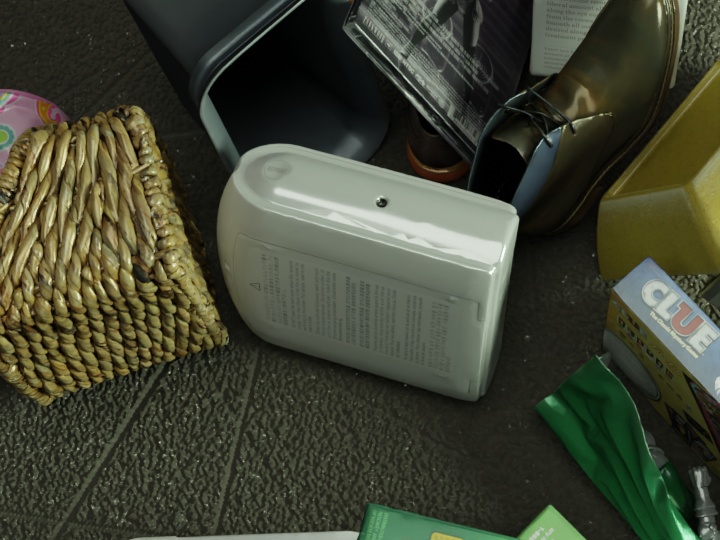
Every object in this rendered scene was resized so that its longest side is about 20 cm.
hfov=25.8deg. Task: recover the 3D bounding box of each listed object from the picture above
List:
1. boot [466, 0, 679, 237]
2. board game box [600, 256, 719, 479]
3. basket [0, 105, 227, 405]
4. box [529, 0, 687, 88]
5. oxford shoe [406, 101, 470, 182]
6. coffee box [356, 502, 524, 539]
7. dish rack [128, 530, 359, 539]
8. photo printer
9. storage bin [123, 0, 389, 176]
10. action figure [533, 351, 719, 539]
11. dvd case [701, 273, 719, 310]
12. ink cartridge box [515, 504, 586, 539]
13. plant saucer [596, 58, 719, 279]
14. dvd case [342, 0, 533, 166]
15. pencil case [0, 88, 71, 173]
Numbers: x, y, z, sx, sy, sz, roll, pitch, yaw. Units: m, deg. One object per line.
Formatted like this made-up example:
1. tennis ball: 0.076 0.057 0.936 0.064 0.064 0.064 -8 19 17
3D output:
1. boot: 0.138 -0.100 1.032 0.075 0.097 0.201 39 122 27
2. board game box: 0.235 0.094 1.006 0.035 0.136 0.200 -38 72 -8
3. basket: -0.187 -0.016 1.044 0.148 0.200 0.144 -17 72 0
4. box: 0.178 -0.251 1.077 0.105 0.201 0.153 7 52 9
5. oxford shoe: 0.070 -0.170 1.146 0.071 0.073 0.202 2 71 7
6. coffee box: 0.085 0.222 0.937 0.198 0.044 0.124 11 72 12
7. dish rack: -0.074 0.262 1.030 0.198 0.044 0.173 -3 70 5
8. photo printer: 0.000 0.000 1.050 0.198 0.167 0.070 15 54 12
9. storage bin: -0.074 -0.151 1.099 0.145 0.200 0.134 -41 63 -8
10. action figure: 0.197 0.150 1.020 0.054 0.118 0.201 -30 79 -17
11. dvd case: 0.318 0.051 0.988 0.200 0.150 0.025 39 76 7
12. ink cartridge box: 0.141 0.272 0.981 0.145 0.084 0.200 -44 72 -9
13. plant saucer: 0.241 -0.085 1.032 0.048 0.200 0.200 43 79 -9
14. dvd case: 0.065 -0.186 1.097 0.016 0.149 0.201 -19 39 41
15. pencil case: -0.264 -0.027 1.126 0.087 0.088 0.202 7 72 8
